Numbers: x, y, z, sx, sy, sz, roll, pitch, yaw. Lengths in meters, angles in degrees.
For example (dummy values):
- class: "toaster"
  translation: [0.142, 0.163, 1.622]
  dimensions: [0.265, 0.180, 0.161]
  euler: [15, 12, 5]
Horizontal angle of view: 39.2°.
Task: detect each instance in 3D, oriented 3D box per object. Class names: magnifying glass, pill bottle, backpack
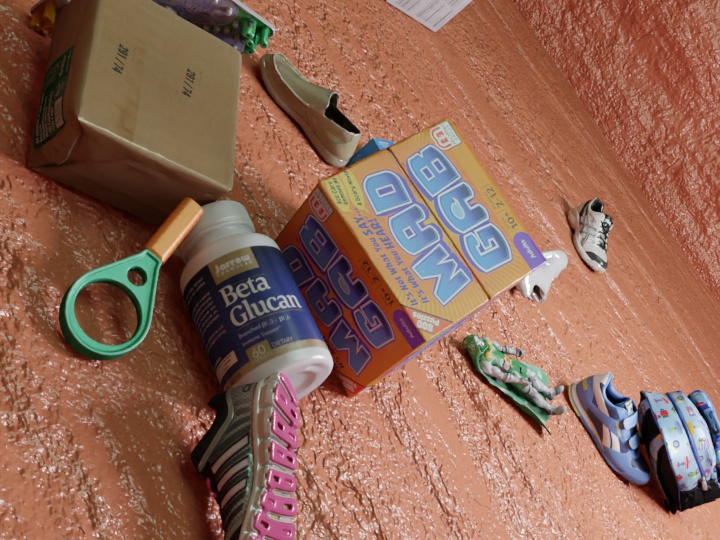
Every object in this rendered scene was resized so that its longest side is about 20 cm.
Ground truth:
- class: "magnifying glass"
  translation: [-0.205, 0.002, 0.939]
  dimensions: [0.080, 0.022, 0.201]
  euler: [41, 47, -12]
- class: "pill bottle"
  translation: [-0.116, 0.033, 1.017]
  dimensions: [0.111, 0.111, 0.201]
  euler: [8, 49, -55]
- class: "backpack"
  translation: [0.542, 0.284, 1.697]
  dimensions: [0.200, 0.134, 0.183]
  euler: [61, 14, -47]

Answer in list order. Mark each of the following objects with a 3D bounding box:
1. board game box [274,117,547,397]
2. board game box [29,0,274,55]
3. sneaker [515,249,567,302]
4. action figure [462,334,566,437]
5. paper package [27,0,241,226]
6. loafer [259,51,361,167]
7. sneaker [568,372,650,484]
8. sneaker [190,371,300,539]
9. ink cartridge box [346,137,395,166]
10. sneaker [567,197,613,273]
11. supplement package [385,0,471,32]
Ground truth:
- class: "board game box"
  translation: [0.044, -0.012, 1.156]
  dimensions: [0.199, 0.200, 0.201]
  euler: [-30, 82, -33]
- class: "board game box"
  translation: [-0.231, -0.267, 1.113]
  dimensions: [0.199, 0.199, 0.026]
  euler: [29, 55, -38]
- class: "sneaker"
  translation: [0.322, 0.014, 1.822]
  dimensions: [0.199, 0.075, 0.089]
  euler: [-6, 74, -54]
- class: "action figure"
  translation: [0.225, 0.152, 1.501]
  dimensions: [0.199, 0.055, 0.119]
  euler: [34, 34, -26]
- class: "paper package"
  translation: [-0.227, -0.171, 1.043]
  dimensions: [0.190, 0.103, 0.201]
  euler: [24, 51, -35]
- class: "loafer"
  translation: [-0.069, -0.248, 1.488]
  dimensions: [0.200, 0.068, 0.076]
  euler: [50, 26, -5]
- class: "sneaker"
  translation: [0.424, 0.258, 1.658]
  dimensions: [0.201, 0.082, 0.074]
  euler: [57, 25, 4]
- class: "sneaker"
  translation: [-0.108, 0.190, 0.894]
  dimensions: [0.074, 0.087, 0.202]
  euler: [44, 45, -56]
- class: "ink cartridge box"
  translation: [0.072, -0.098, 1.535]
  dimensions: [0.116, 0.067, 0.201]
  euler: [1, 57, -57]
- class: "sneaker"
  translation: [0.518, -0.085, 2.226]
  dimensions: [0.075, 0.087, 0.201]
  euler: [34, 33, -36]
- class: "supplement package"
  translation: [0.139, -0.664, 2.245]
  dimensions: [0.199, 0.150, 0.153]
  euler: [14, 46, -52]
